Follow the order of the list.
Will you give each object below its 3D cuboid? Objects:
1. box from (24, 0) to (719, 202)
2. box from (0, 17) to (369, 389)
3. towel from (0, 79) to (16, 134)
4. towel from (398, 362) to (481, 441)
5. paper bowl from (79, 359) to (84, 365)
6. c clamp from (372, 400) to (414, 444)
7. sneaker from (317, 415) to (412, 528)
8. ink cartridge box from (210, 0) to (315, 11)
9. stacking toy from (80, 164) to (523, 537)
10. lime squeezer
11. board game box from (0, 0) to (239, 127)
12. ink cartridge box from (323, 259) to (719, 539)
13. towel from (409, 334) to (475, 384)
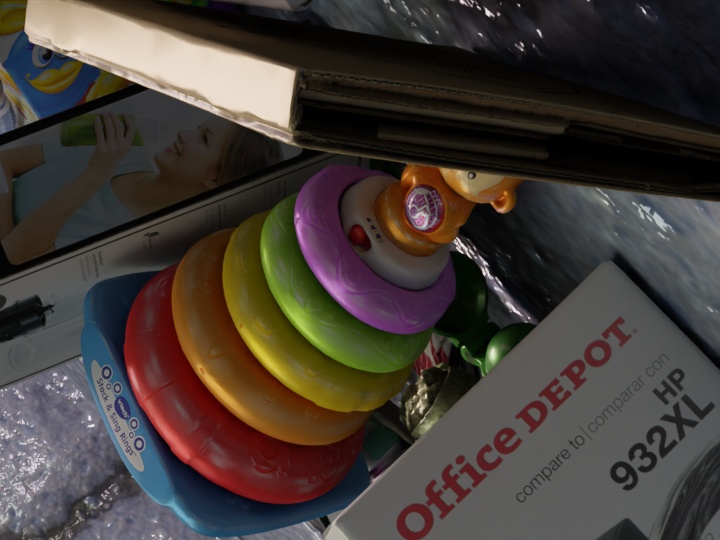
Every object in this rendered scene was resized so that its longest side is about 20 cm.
[{"bbox_3d":[0.010,-0.053,0.626,0.163,0.021,0.200,6,-170,-29],"label":"box"},{"bbox_3d":[-0.098,-0.020,0.880,0.117,0.199,0.060,94,153,-68],"label":"box"},{"bbox_3d":[-0.216,-0.077,0.875,0.146,0.024,0.200,10,172,-4],"label":"towel"},{"bbox_3d":[0.079,0.097,0.954,0.148,0.037,0.200,37,175,2],"label":"towel"},{"bbox_3d":[-0.108,0.010,1.115,0.201,0.104,0.201,50,170,12],"label":"paper bowl"},{"bbox_3d":[0.028,0.098,1.042,0.171,0.027,0.200,41,-177,13],"label":"c clamp"},{"bbox_3d":[0.015,0.121,0.895,0.200,0.088,0.074,34,175,24],"label":"sneaker"},{"bbox_3d":[-0.067,-0.161,0.639,0.146,0.084,0.200,52,167,-22],"label":"ink cartridge box"},{"bbox_3d":[-0.004,0.004,0.794,0.200,0.109,0.116,-42,66,37],"label":"stacking toy"},{"bbox_3d":[0.061,0.016,0.897,0.200,0.038,0.071,45,136,14],"label":"lime squeezer"},{"bbox_3d":[-0.140,-0.146,0.890,0.105,0.103,0.200,39,166,38],"label":"board game box"},{"bbox_3d":[0.103,0.120,0.783,0.200,0.145,0.084,46,167,7],"label":"ink cartridge box"},{"bbox_3d":[0.000,0.000,1.059,0.144,0.023,0.200,45,168,19],"label":"towel"}]
